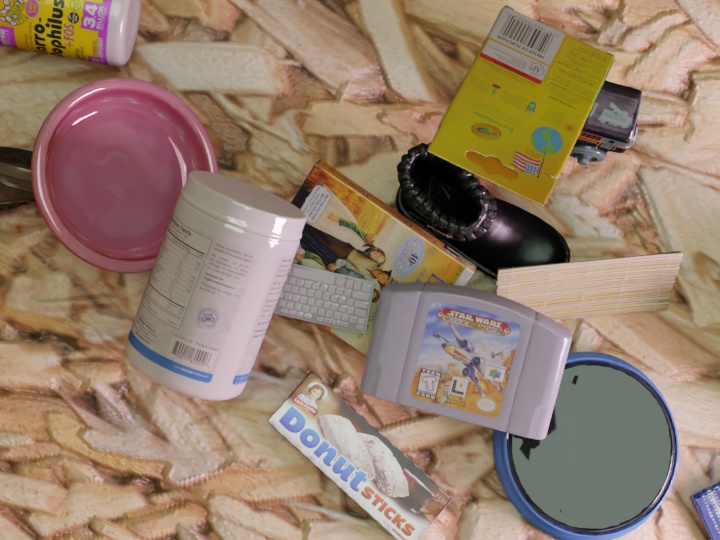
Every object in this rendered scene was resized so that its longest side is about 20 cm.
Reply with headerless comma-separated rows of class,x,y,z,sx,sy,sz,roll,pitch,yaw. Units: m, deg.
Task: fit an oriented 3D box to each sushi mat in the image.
sushi mat,0.237,0.021,1.468,0.198,0.096,0.012,-5,48,-4

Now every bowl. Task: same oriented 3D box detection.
bowl,0.240,0.186,1.470,0.199,0.039,0.202,0,83,-4

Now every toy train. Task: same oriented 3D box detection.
toy train,0.204,-0.175,1.475,0.199,0.114,0.086,17,82,-1

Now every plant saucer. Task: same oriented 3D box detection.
plant saucer,-0.245,-0.096,1.441,0.199,0.051,0.202,4,83,-28

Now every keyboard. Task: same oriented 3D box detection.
keyboard,-0.085,0.017,1.456,0.199,0.011,0.057,13,107,9

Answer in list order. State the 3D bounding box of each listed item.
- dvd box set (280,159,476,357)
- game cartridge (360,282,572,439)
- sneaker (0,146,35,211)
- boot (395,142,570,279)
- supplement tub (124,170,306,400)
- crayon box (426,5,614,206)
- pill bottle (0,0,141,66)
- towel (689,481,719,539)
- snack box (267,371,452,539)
dvd box set,0.000,0.000,1.456,0.199,0.029,0.147,35,108,1
game cartridge,0.108,0.086,1.422,0.199,0.042,0.134,14,111,6
sneaker,-0.394,-0.088,1.463,0.198,0.071,0.076,9,109,-5
boot,0.128,-0.052,1.432,0.210,0.158,0.080,24,82,0
supplement tub,-0.146,0.016,1.397,0.131,0.132,0.201,22,100,0
crayon box,0.153,-0.152,1.362,0.126,0.051,0.201,26,60,6
pill bottle,-0.335,-0.281,1.461,0.198,0.104,0.105,10,82,-2
towel,0.467,0.260,1.487,0.199,0.024,0.146,-26,88,-5
snack box,-0.001,0.199,1.461,0.200,0.024,0.072,42,84,2
